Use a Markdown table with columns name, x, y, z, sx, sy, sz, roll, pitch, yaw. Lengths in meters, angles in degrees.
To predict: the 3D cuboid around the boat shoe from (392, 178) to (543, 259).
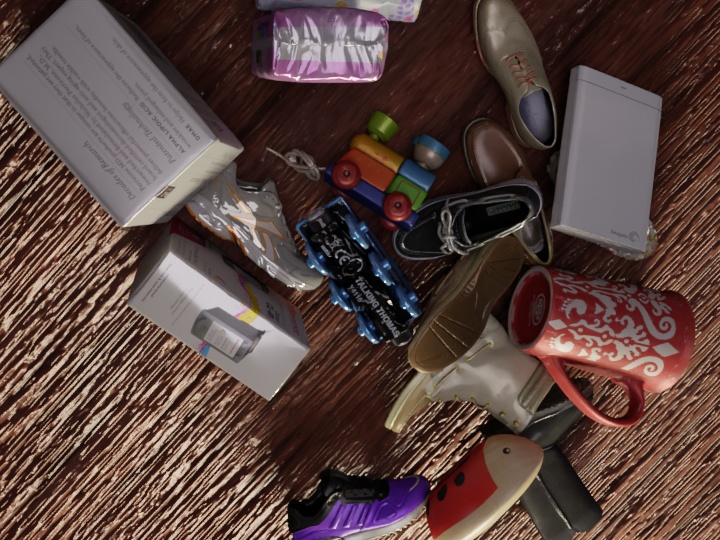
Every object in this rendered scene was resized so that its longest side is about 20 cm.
| name | x | y | z | sx | sy | sz | roll | pitch | yaw |
| --- | --- | --- | --- | --- | --- | --- | --- | --- | --- |
| boat shoe | 0.120 | -0.052 | 1.142 | 0.198 | 0.068 | 0.074 | -12 | 105 | 26 |

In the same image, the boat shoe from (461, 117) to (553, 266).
| name | x | y | z | sx | sy | sz | roll | pitch | yaw |
| --- | --- | --- | --- | --- | --- | --- | --- | --- | --- |
| boat shoe | 0.192 | -0.097 | 1.179 | 0.072 | 0.068 | 0.201 | -31 | 108 | 1 |

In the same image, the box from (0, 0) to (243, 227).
| name | x | y | z | sx | sy | sz | roll | pitch | yaw |
| --- | --- | --- | --- | --- | --- | --- | --- | --- | --- |
| box | -0.244 | -0.162 | 1.002 | 0.131 | 0.199 | 0.200 | -41 | 93 | 4 |

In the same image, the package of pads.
| name | x | y | z | sx | sy | sz | roll | pitch | yaw |
| --- | --- | --- | --- | --- | --- | --- | --- | --- | --- |
| package of pads | -0.049 | -0.241 | 1.032 | 0.119 | 0.200 | 0.076 | 1 | 101 | -13 |

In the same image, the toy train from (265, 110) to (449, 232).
| name | x | y | z | sx | sy | sz | roll | pitch | yaw |
| --- | --- | --- | --- | --- | --- | --- | --- | --- | --- |
| toy train | 0.000 | -0.142 | 1.140 | 0.199 | 0.085 | 0.116 | 32 | 82 | 1 |

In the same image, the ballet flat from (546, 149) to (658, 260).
| name | x | y | z | sx | sy | sz | roll | pitch | yaw |
| --- | --- | --- | --- | --- | --- | --- | --- | --- | --- |
| ballet flat | 0.312 | -0.076 | 1.207 | 0.200 | 0.064 | 0.076 | 40 | 95 | -17 |

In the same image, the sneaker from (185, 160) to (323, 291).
| name | x | y | z | sx | sy | sz | roll | pitch | yaw |
| --- | --- | --- | --- | --- | --- | --- | --- | --- | --- |
| sneaker | -0.112 | -0.056 | 1.142 | 0.200 | 0.076 | 0.092 | 38 | 92 | -18 |

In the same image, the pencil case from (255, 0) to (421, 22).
| name | x | y | z | sx | sy | sz | roll | pitch | yaw |
| --- | --- | --- | --- | --- | --- | --- | --- | --- | --- |
| pencil case | -0.025 | -0.332 | 1.072 | 0.198 | 0.083 | 0.092 | 3 | 84 | -10 |

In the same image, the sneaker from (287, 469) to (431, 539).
| name | x | y | z | sx | sy | sz | roll | pitch | yaw |
| --- | --- | --- | --- | --- | --- | --- | --- | --- | --- |
| sneaker | -0.007 | 0.302 | 1.260 | 0.199 | 0.070 | 0.100 | -23 | 106 | -3 |

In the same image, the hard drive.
| name | x | y | z | sx | sy | sz | roll | pitch | yaw |
| --- | --- | --- | --- | --- | --- | --- | --- | --- | --- |
| hard drive | 0.300 | -0.133 | 1.157 | 0.131 | 0.027 | 0.202 | 15 | 78 | -24 |

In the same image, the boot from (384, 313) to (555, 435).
| name | x | y | z | sx | sy | sz | roll | pitch | yaw |
| --- | --- | --- | --- | --- | --- | --- | --- | --- | --- |
| boot | 0.140 | 0.163 | 1.222 | 0.154 | 0.072 | 0.200 | 40 | 93 | 3 |

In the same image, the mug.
| name | x | y | z | sx | sy | sz | roll | pitch | yaw |
| --- | --- | --- | --- | --- | --- | --- | --- | --- | --- |
| mug | 0.297 | 0.084 | 1.184 | 0.199 | 0.179 | 0.134 | 15 | 138 | -18 |

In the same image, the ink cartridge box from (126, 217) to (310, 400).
| name | x | y | z | sx | sy | sz | roll | pitch | yaw |
| --- | --- | --- | --- | --- | --- | --- | --- | --- | --- |
| ink cartridge box | -0.165 | 0.042 | 1.121 | 0.199 | 0.148 | 0.086 | 36 | 99 | -18 |

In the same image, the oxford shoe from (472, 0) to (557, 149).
| name | x | y | z | sx | sy | sz | roll | pitch | yaw |
| --- | --- | --- | --- | --- | --- | --- | --- | --- | --- |
| oxford shoe | 0.193 | -0.238 | 1.137 | 0.070 | 0.074 | 0.201 | -27 | 108 | -1 |

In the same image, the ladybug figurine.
| name | x | y | z | sx | sy | sz | roll | pitch | yaw |
| --- | --- | --- | --- | --- | --- | --- | --- | --- | --- |
| ladybug figurine | 0.148 | 0.277 | 1.215 | 0.072 | 0.136 | 0.200 | 42 | 115 | 4 |

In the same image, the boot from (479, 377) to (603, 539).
| name | x | y | z | sx | sy | sz | roll | pitch | yaw |
| --- | --- | --- | --- | --- | --- | --- | --- | --- | --- |
| boot | 0.277 | 0.262 | 1.292 | 0.164 | 0.066 | 0.201 | -28 | 103 | 12 |

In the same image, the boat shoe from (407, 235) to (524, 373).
| name | x | y | z | sx | sy | sz | roll | pitch | yaw |
| --- | --- | --- | --- | --- | --- | --- | --- | --- | --- |
| boat shoe | 0.122 | 0.039 | 1.178 | 0.071 | 0.064 | 0.200 | 43 | 83 | -28 |

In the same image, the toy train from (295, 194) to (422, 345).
| name | x | y | z | sx | sy | sz | roll | pitch | yaw |
| --- | --- | --- | --- | --- | --- | --- | --- | --- | --- |
| toy train | 0.000 | 0.000 | 1.152 | 0.086 | 0.114 | 0.201 | -33 | 108 | 10 |
